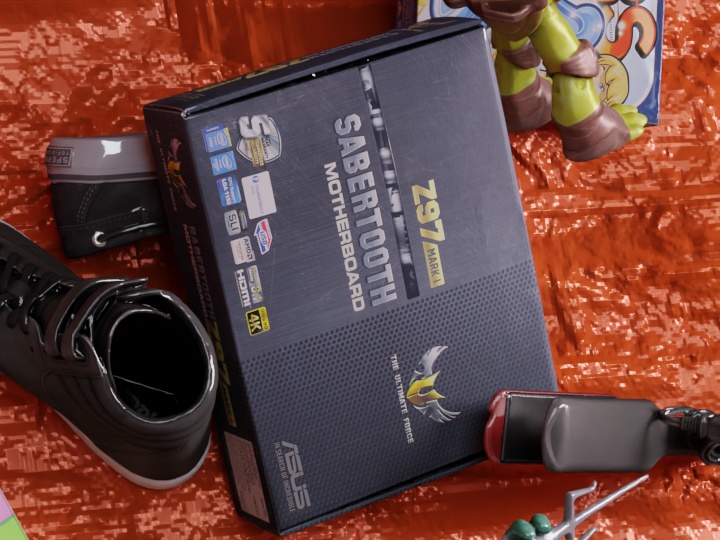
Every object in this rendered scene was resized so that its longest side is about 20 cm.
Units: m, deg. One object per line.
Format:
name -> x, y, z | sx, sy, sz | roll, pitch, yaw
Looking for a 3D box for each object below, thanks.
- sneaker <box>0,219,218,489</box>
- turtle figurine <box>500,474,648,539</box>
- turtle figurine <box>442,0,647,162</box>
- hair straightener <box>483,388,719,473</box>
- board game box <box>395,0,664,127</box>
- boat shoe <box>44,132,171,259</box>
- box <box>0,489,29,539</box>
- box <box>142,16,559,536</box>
sneaker -> -0.139, 0.013, 1.123 | 0.200, 0.099, 0.071 | 37, 64, -2
turtle figurine -> 0.096, 0.196, 1.138 | 0.150, 0.101, 0.200 | 41, 62, 8
turtle figurine -> 0.080, -0.128, 1.171 | 0.064, 0.199, 0.162 | -46, 129, -31
hair straightener -> 0.152, 0.084, 1.194 | 0.199, 0.077, 0.041 | 12, 85, -41
board game box -> 0.087, -0.175, 1.276 | 0.134, 0.034, 0.202 | 2, 90, -19
boat shoe -> -0.050, -0.033, 1.196 | 0.199, 0.070, 0.067 | -3, 94, -27
box -> -0.218, 0.150, 1.014 | 0.175, 0.097, 0.201 | -22, 77, -46
box -> 0.000, 0.000, 1.160 | 0.157, 0.051, 0.201 | -18, 105, -26
